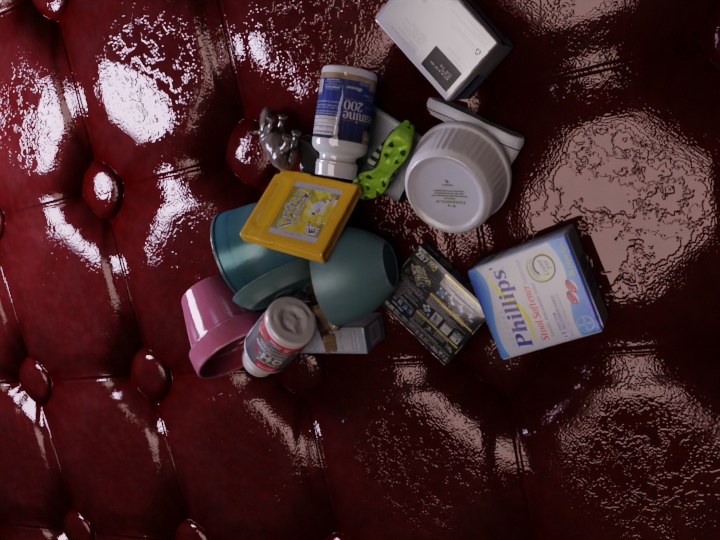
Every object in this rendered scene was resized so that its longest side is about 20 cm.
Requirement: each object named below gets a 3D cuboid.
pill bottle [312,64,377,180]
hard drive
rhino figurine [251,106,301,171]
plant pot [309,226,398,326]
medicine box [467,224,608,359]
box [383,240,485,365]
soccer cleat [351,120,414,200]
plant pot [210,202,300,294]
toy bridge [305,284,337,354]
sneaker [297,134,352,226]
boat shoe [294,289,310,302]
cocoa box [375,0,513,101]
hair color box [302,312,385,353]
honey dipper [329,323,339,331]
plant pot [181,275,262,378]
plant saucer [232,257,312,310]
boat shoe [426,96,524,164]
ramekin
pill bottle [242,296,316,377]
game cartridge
[{"bbox_3d":[-0.034,-0.281,1.290,0.109,0.111,0.205,12,98,23],"label":"pill bottle"},{"bbox_3d":[0.031,-0.252,1.358,0.198,0.033,0.141,35,117,15],"label":"hard drive"},{"bbox_3d":[-0.182,-0.282,1.409,0.201,0.059,0.089,54,136,44],"label":"rhino figurine"},{"bbox_3d":[0.000,0.000,1.344,0.132,0.200,0.204,-12,98,20],"label":"plant pot"},{"bbox_3d":[0.329,0.042,1.244,0.197,0.103,0.185,-22,93,29],"label":"medicine box"},{"bbox_3d":[0.153,0.067,1.372,0.200,0.049,0.162,42,120,12],"label":"box"},{"bbox_3d":[0.047,-0.210,1.308,0.067,0.082,0.200,35,140,-9],"label":"soccer cleat"},{"bbox_3d":[-0.189,-0.062,1.439,0.185,0.200,0.204,-20,94,16],"label":"plant pot"},{"bbox_3d":[-0.081,0.099,1.388,0.027,0.201,0.068,-14,130,-8],"label":"toy bridge"},{"bbox_3d":[-0.078,-0.178,1.411,0.103,0.060,0.204,13,122,32],"label":"sneaker"},{"bbox_3d":[-0.117,0.038,1.506,0.196,0.057,0.068,-4,67,24],"label":"boat shoe"},{"bbox_3d":[0.151,-0.421,1.194,0.201,0.131,0.133,50,119,7],"label":"cocoa box"},{"bbox_3d":[-0.056,0.136,1.467,0.196,0.099,0.062,-2,104,28],"label":"hair color box"},{"bbox_3d":[-0.056,0.028,1.421,0.037,0.038,0.204,-16,67,29],"label":"honey dipper"},{"bbox_3d":[-0.324,0.122,1.560,0.200,0.198,0.181,-43,68,29],"label":"plant pot"},{"bbox_3d":[-0.160,0.032,1.350,0.198,0.199,0.036,-33,81,29],"label":"plant saucer"},{"bbox_3d":[0.203,-0.255,1.245,0.198,0.073,0.068,30,114,17],"label":"boat shoe"},{"bbox_3d":[0.172,-0.162,1.237,0.199,0.094,0.205,18,133,21],"label":"ramekin"},{"bbox_3d":[-0.178,0.146,1.401,0.111,0.110,0.200,50,139,7],"label":"pill bottle"},{"bbox_3d":[-0.118,-0.114,1.325,0.197,0.178,0.033,15,153,24],"label":"game cartridge"}]
